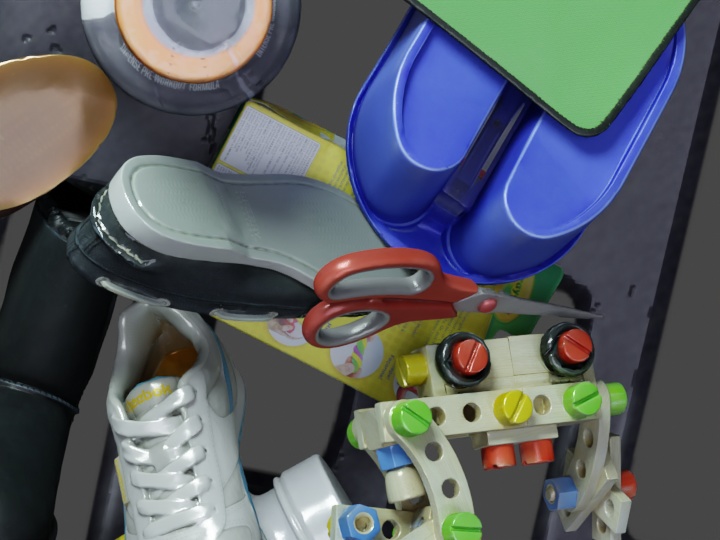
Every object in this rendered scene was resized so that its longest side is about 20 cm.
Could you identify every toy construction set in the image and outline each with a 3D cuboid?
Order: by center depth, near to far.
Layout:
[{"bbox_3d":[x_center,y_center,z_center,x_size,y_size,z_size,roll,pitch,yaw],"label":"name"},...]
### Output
[{"bbox_3d":[0.074,0.099,1.069,0.200,0.092,0.131,-1,78,-38],"label":"toy construction set"}]

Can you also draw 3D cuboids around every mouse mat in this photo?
[{"bbox_3d":[0.082,-0.182,1.027,0.200,0.008,0.161,38,73,-4],"label":"mouse mat"}]

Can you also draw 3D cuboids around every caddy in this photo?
[{"bbox_3d":[0.080,-0.089,1.067,0.141,0.105,0.200,32,73,-6],"label":"caddy"}]

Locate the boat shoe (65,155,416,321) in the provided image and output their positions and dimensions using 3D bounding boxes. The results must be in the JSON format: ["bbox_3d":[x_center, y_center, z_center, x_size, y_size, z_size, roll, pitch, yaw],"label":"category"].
[{"bbox_3d":[-0.057,-0.009,1.026,0.200,0.076,0.060,18,135,-39],"label":"boat shoe"}]

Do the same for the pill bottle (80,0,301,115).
[{"bbox_3d":[-0.085,-0.131,1.003,0.106,0.200,0.106,-1,97,-6],"label":"pill bottle"}]

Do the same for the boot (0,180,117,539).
[{"bbox_3d":[-0.162,0.046,1.034,0.073,0.198,0.163,21,103,-11],"label":"boot"}]

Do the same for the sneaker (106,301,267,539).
[{"bbox_3d":[-0.096,0.102,1.040,0.076,0.200,0.081,-20,135,7],"label":"sneaker"}]

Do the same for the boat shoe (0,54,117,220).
[{"bbox_3d":[-0.213,-0.047,1.026,0.200,0.070,0.070,-29,96,-2],"label":"boat shoe"}]

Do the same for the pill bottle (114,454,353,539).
[{"bbox_3d":[-0.089,0.183,1.100,0.200,0.111,0.111,-31,100,0],"label":"pill bottle"}]

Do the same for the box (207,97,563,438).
[{"bbox_3d":[0.000,0.000,1.112,0.200,0.048,0.117,28,95,-7],"label":"box"}]

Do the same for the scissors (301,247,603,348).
[{"bbox_3d":[0.059,0.012,1.042,0.200,0.014,0.073,-2,141,-30],"label":"scissors"}]
